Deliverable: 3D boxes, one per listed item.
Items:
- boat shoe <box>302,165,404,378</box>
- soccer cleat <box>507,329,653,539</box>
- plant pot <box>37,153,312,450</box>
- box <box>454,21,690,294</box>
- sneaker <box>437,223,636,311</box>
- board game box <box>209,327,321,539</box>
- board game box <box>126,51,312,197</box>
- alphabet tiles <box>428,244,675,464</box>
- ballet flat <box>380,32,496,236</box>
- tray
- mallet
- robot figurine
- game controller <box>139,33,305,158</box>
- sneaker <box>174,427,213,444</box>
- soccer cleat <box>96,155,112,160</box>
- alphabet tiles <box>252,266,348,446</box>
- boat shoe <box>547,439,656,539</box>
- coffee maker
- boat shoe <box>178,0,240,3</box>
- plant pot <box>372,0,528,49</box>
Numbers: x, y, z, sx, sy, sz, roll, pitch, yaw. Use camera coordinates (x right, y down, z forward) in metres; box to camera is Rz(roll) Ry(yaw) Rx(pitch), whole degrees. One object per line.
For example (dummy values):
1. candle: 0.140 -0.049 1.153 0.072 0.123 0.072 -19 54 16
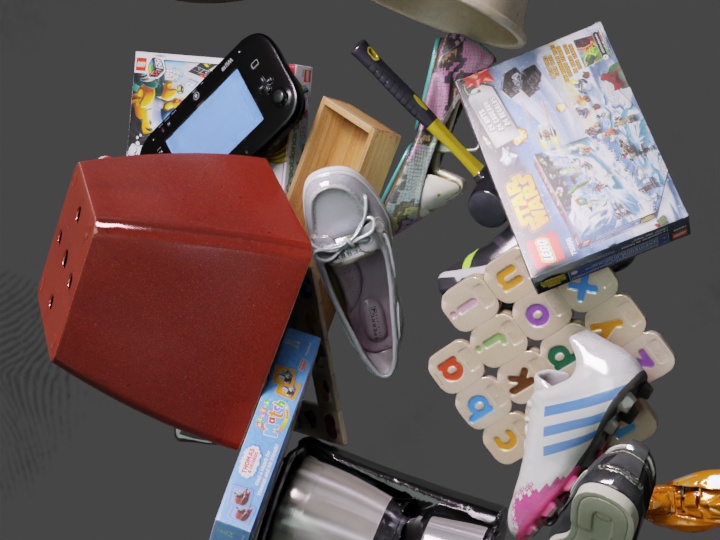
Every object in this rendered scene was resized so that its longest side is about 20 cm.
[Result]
1. boat shoe: -0.001 0.001 1.403 0.074 0.065 0.203 -13 121 2
2. soccer cleat: 0.168 0.137 1.330 0.086 0.070 0.201 42 120 21
3. plant pot: -0.173 0.007 1.362 0.201 0.175 0.200 -68 25 20
4. box: 0.174 -0.095 1.311 0.136 0.040 0.201 -21 63 5
5. sneaker: 0.158 -0.024 1.374 0.199 0.072 0.084 -18 57 29
6. board game box: -0.089 0.173 1.369 0.036 0.201 0.152 19 142 0
7. board game box: -0.143 -0.146 1.558 0.198 0.035 0.128 8 96 31
8. alphabet tiles: 0.162 0.078 1.347 0.195 0.015 0.201 -36 95 29
9. ballet flat: 0.071 -0.111 1.419 0.071 0.069 0.202 21 102 8
10. tray: -0.033 -0.051 1.474 0.099 0.037 0.202 38 110 51
11. mallet: 0.063 -0.117 1.357 0.200 0.066 0.041 40 134 -12
12. robot figurine: 0.322 0.221 1.269 0.198 0.058 0.147 -7 88 31
13. game controller: -0.135 -0.134 1.510 0.200 0.042 0.105 -41 72 25
14. sneaker: -0.185 0.101 1.565 0.200 0.075 0.116 41 124 36
15. soccer cleat: -0.276 -0.017 1.624 0.084 0.068 0.202 2 96 27
16. alphabet tiles: -0.076 0.055 1.469 0.167 0.007 0.202 8 111 56
17. boat shoe: 0.201 0.206 1.299 0.071 0.201 0.068 23 59 9
18. coffee maker: 0.027 0.227 1.400 0.198 0.192 0.136 20 117 9
19. boat shoe: -0.106 -0.295 1.512 0.198 0.073 0.066 1 96 31
20. plant pot: 0.083 -0.314 1.345 0.199 0.200 0.185 23 91 29
